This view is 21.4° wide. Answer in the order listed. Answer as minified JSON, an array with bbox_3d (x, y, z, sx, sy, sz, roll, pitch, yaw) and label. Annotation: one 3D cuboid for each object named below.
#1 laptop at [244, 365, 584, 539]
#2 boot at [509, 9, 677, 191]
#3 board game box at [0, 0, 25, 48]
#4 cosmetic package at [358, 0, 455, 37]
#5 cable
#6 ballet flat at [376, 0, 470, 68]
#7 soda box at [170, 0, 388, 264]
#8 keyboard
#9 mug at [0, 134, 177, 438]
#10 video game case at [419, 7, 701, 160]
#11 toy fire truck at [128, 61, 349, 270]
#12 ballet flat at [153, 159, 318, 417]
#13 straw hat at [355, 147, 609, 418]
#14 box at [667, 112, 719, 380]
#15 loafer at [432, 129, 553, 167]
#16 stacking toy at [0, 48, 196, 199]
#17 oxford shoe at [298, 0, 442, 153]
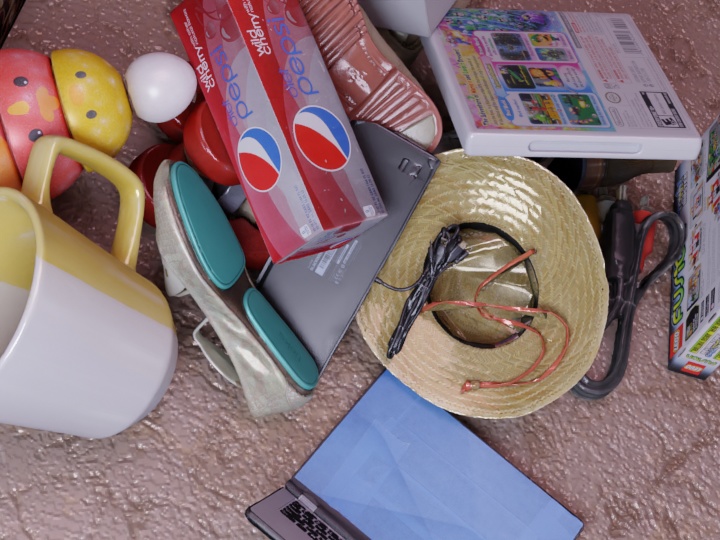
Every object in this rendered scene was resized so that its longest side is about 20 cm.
[{"bbox_3d":[0.043,0.171,1.301,0.187,0.200,0.116,38,95,7],"label":"laptop"},{"bbox_3d":[0.183,-0.141,1.569,0.096,0.075,0.201,-3,49,-21],"label":"boot"},{"bbox_3d":[-0.268,-0.226,1.427,0.034,0.136,0.201,22,55,-5],"label":"board game box"},{"bbox_3d":[-0.018,-0.247,1.530,0.199,0.051,0.083,14,51,25],"label":"cosmetic package"},{"bbox_3d":[0.205,0.017,1.515,0.096,0.050,0.201,15,67,-15],"label":"cable"},{"bbox_3d":[0.056,-0.234,1.593,0.069,0.070,0.201,30,54,0],"label":"ballet flat"},{"bbox_3d":[-0.058,-0.111,1.340,0.070,0.063,0.201,-14,77,-43],"label":"soda box"},{"bbox_3d":[0.000,0.000,1.385,0.127,0.021,0.201,30,92,5],"label":"keyboard"},{"bbox_3d":[-0.194,0.027,1.265,0.153,0.187,0.149,27,12,-42],"label":"mug"},{"bbox_3d":[0.148,-0.147,1.470,0.181,0.024,0.201,0,35,-12],"label":"video game case"},{"bbox_3d":[-0.073,-0.086,1.437,0.167,0.112,0.201,29,52,-24],"label":"toy fire truck"},{"bbox_3d":[-0.103,0.019,1.336,0.201,0.062,0.067,59,25,-11],"label":"ballet flat"},{"bbox_3d":[0.090,0.013,1.429,0.199,0.085,0.203,0,86,6],"label":"straw hat"},{"bbox_3d":[0.285,-0.027,1.518,0.034,0.110,0.201,16,56,-10],"label":"box"},{"bbox_3d":[0.067,-0.078,1.475,0.199,0.070,0.070,-19,90,-36],"label":"loafer"},{"bbox_3d":[-0.212,-0.112,1.334,0.199,0.146,0.147,-19,65,-3],"label":"stacking toy"},{"bbox_3d":[-0.015,-0.163,1.424,0.071,0.074,0.200,-36,94,7],"label":"oxford shoe"}]
